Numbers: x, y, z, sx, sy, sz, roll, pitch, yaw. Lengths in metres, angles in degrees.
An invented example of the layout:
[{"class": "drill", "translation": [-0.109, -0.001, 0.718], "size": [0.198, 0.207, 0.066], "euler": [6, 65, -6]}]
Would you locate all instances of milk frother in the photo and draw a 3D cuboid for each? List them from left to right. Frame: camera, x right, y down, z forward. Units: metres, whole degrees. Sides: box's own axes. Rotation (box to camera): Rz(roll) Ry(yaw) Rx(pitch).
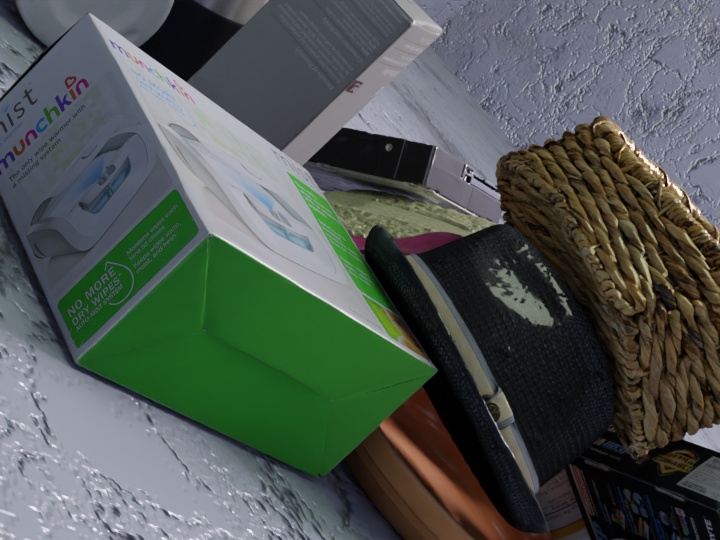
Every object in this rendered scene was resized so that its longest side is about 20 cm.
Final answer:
[{"class": "milk frother", "translation": [-0.125, -0.253, 1.277], "size": [0.199, 0.189, 0.181], "euler": [33, 22, 5]}]

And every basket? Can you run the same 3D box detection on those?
[{"class": "basket", "translation": [0.185, -0.013, 0.999], "size": [0.200, 0.148, 0.143], "euler": [-119, -167, -54]}]

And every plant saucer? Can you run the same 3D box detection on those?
[{"class": "plant saucer", "translation": [0.048, 0.131, 1.007], "size": [0.200, 0.037, 0.200], "euler": [44, 12, -12]}]

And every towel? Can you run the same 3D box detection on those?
[{"class": "towel", "translation": [0.035, -0.022, 1.187], "size": [0.199, 0.037, 0.148], "euler": [19, 19, 29]}]

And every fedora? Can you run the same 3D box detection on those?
[{"class": "fedora", "translation": [0.083, 0.047, 0.953], "size": [0.201, 0.091, 0.201], "euler": [61, -6, 11]}]

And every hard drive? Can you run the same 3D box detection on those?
[{"class": "hard drive", "translation": [0.001, -0.082, 1.318], "size": [0.199, 0.038, 0.140], "euler": [13, -5, 30]}]

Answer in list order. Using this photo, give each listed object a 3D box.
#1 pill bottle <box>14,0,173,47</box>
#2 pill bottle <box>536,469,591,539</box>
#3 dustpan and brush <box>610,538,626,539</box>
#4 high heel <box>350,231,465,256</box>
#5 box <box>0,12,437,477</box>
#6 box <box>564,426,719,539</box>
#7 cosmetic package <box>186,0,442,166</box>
[{"class": "pill bottle", "translation": [-0.205, -0.241, 1.172], "size": [0.112, 0.112, 0.200], "euler": [38, 13, -37]}, {"class": "pill bottle", "translation": [0.143, 0.123, 1.137], "size": [0.200, 0.112, 0.113], "euler": [56, 10, -7]}, {"class": "dustpan and brush", "translation": [0.161, 0.216, 1.039], "size": [0.200, 0.057, 0.140], "euler": [7, -56, 56]}, {"class": "high heel", "translation": [0.009, 0.011, 1.037], "size": [0.199, 0.068, 0.096], "euler": [24, 37, 6]}, {"class": "box", "translation": [-0.081, -0.008, 0.859], "size": [0.200, 0.097, 0.177], "euler": [34, 19, -48]}, {"class": "box", "translation": [0.212, 0.199, 1.022], "size": [0.159, 0.046, 0.201], "euler": [16, -49, 61]}, {"class": "cosmetic package", "translation": [-0.051, -0.124, 1.115], "size": [0.090, 0.200, 0.107], "euler": [46, 13, 5]}]
